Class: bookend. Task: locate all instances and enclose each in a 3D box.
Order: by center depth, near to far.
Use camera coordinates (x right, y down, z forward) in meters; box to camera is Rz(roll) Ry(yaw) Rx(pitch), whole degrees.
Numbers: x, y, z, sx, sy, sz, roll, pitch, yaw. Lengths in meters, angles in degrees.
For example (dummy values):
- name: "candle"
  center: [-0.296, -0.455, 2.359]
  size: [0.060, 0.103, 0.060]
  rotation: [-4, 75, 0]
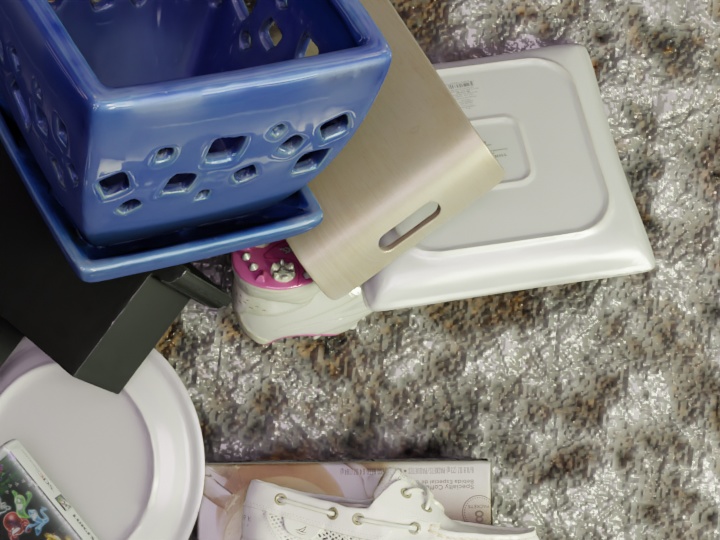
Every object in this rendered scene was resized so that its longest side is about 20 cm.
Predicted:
- name: "bookend"
  center: [-0.228, 0.030, 1.328]
  size: [0.200, 0.092, 0.199]
  rotation: [37, 90, 20]

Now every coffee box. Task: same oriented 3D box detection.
- name: "coffee box"
  center: [-0.011, 0.186, 1.367]
  size: [0.199, 0.080, 0.115]
  rotation: [0, 85, -2]

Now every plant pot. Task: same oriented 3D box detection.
- name: "plant pot"
  center: [-0.123, -0.115, 1.231]
  size: [0.200, 0.180, 0.200]
  rotation: [-15, 52, -27]

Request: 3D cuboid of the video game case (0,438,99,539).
- name: "video game case"
  center: [-0.245, 0.242, 1.348]
  size: [0.200, 0.023, 0.182]
  rotation: [-40, 88, 19]

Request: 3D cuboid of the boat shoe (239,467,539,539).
- name: "boat shoe"
  center: [0.021, 0.163, 1.294]
  size: [0.199, 0.071, 0.070]
  rotation: [2, 86, -1]

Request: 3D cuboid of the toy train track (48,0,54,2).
- name: "toy train track"
  center: [-0.178, -0.135, 1.409]
  size: [0.199, 0.033, 0.115]
  rotation: [1, 86, -3]

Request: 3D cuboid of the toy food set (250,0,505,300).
- name: "toy food set"
  center: [-0.008, -0.097, 1.345]
  size: [0.143, 0.060, 0.200]
  rotation: [-35, 63, 7]

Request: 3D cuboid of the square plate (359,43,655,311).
- name: "square plate"
  center: [0.083, -0.073, 1.369]
  size: [0.199, 0.028, 0.199]
  rotation: [-8, 59, -7]

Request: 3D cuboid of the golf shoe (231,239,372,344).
- name: "golf shoe"
  center: [0.000, 0.000, 1.394]
  size: [0.199, 0.092, 0.075]
  rotation: [-8, 49, -21]

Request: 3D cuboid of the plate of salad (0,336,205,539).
- name: "plate of salad"
  center: [-0.191, 0.134, 1.370]
  size: [0.200, 0.048, 0.201]
  rotation: [-3, 84, 24]
